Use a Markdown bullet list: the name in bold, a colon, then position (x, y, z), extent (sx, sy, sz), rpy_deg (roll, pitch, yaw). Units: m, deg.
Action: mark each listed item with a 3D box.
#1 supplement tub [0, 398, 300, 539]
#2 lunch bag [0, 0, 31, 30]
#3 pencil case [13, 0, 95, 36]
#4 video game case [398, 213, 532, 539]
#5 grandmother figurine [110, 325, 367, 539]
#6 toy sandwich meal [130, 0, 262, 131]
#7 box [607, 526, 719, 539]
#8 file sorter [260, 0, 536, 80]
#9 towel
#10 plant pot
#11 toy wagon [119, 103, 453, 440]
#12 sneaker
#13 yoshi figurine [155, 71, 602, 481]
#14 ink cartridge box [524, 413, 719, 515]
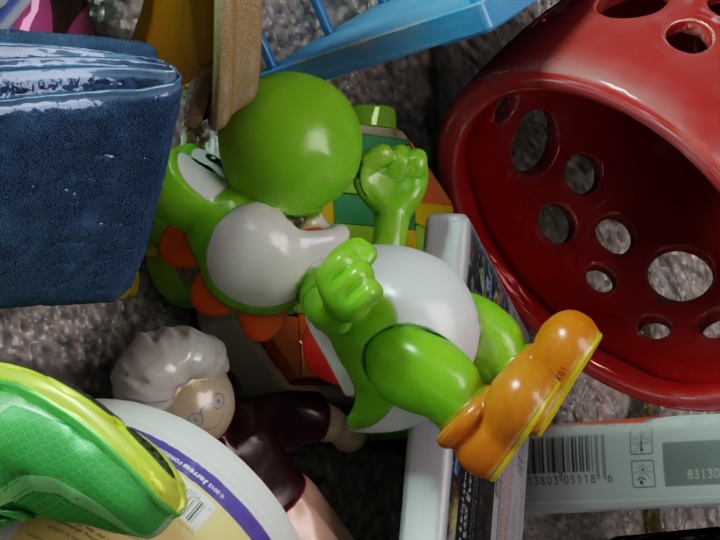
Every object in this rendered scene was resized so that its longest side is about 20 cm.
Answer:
- **supplement tub**: position (-0.122, 0.158, 1.098), extent (0.200, 0.145, 0.145), rpy_deg (-49, 119, -42)
- **lunch bag**: position (-0.194, -0.127, 1.056), extent (0.161, 0.082, 0.200), rpy_deg (36, 96, -39)
- **pencil case**: position (-0.150, -0.086, 1.167), extent (0.094, 0.091, 0.200), rpy_deg (-16, 93, -18)
- **video game case**: position (0.048, 0.098, 1.331), extent (0.182, 0.023, 0.200), rpy_deg (58, 35, -66)
- **grandmother figurine**: position (-0.042, 0.101, 1.263), extent (0.121, 0.061, 0.200), rpy_deg (-51, 123, -30)
- **toy sandwich meal**: position (-0.078, -0.154, 1.168), extent (0.070, 0.205, 0.205), rpy_deg (-1, 81, -5)
- **box**: position (0.183, 0.187, 1.405), extent (0.106, 0.200, 0.122), rpy_deg (-12, 92, -50)
- **file sorter**: position (0.039, -0.182, 1.361), extent (0.200, 0.139, 0.123), rpy_deg (-34, 105, -47)
- **towel**: position (-0.163, -0.032, 1.051), extent (0.200, 0.049, 0.112), rpy_deg (-3, 120, -32)
- **plant pot**: position (0.164, -0.062, 1.393), extent (0.183, 0.200, 0.200), rpy_deg (-46, 117, -35)
- **toy wagon**: position (-0.030, -0.002, 1.319), extent (0.200, 0.040, 0.155), rpy_deg (5, 79, -49)
- **sneaker**: position (-0.153, 0.073, 1.057), extent (0.074, 0.200, 0.084), rpy_deg (49, 54, -63)
- **yoshi figurine**: position (0.005, -0.010, 1.216), extent (0.200, 0.112, 0.112), rpy_deg (33, 71, 9)
- **ink cartridge box**: position (0.193, 0.091, 1.465), extent (0.200, 0.162, 0.050), rpy_deg (-4, 88, -50)
